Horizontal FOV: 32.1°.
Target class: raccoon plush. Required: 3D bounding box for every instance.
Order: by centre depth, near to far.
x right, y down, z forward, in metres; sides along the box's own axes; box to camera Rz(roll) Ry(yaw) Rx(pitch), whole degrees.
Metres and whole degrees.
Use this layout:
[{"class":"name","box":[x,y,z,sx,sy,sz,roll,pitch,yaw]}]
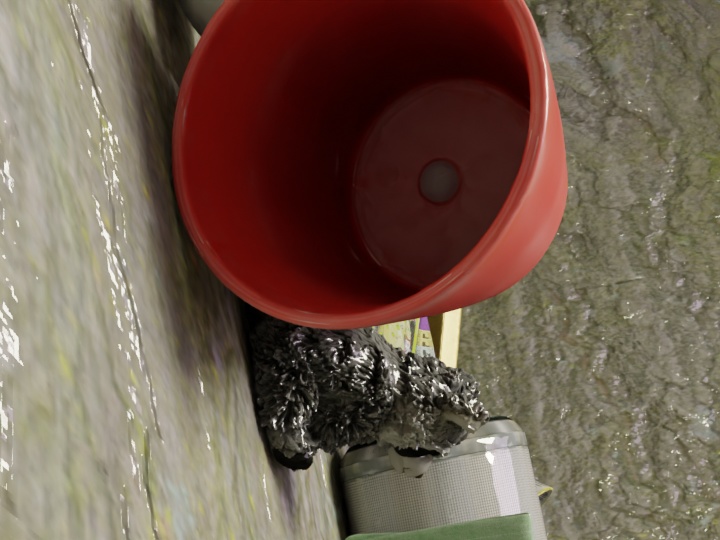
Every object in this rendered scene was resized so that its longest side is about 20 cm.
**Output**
[{"class":"raccoon plush","box":[0.001,0.041,0.750,0.097,0.132,0.202,-93,170,-56]}]

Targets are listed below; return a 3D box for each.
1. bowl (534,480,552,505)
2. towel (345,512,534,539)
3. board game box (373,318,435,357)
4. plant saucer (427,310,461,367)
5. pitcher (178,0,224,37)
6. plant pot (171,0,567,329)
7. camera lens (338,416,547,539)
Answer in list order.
[{"class":"bowl","box":[0.087,0.249,1.242,0.094,0.200,0.201,47,-6,18]},{"class":"towel","box":[0.071,0.287,0.917,0.023,0.151,0.203,-2,81,-71]},{"class":"board game box","box":[0.007,0.057,1.006,0.199,0.032,0.122,2,78,-63]},{"class":"plant saucer","box":[0.067,0.066,1.224,0.200,0.048,0.203,69,27,-70]},{"class":"pitcher","box":[-0.076,-0.221,0.715,0.171,0.120,0.202,20,46,-60]},{"class":"plant pot","box":[0.024,-0.061,0.674,0.177,0.198,0.203,18,59,-67]},{"class":"camera lens","box":[0.073,0.223,1.020,0.160,0.158,0.203,56,22,-78]}]
